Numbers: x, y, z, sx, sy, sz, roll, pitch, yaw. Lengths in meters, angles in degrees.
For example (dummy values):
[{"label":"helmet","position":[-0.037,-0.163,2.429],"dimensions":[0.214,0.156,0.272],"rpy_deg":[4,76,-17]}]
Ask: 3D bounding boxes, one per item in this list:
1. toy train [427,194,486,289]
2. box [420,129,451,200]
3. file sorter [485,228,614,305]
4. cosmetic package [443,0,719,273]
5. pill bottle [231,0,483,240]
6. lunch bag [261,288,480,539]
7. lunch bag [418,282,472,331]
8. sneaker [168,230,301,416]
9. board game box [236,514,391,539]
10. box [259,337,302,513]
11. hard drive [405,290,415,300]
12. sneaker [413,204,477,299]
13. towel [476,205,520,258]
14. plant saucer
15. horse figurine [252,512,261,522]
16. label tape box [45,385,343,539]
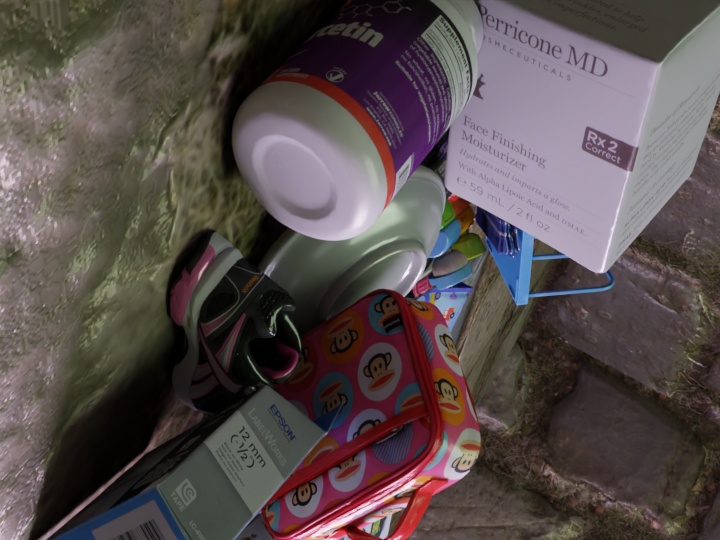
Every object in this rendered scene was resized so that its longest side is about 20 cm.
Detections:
[{"label":"toy train","position":[0.106,-0.064,1.075],"dimensions":[0.200,0.084,0.117],"rpy_deg":[-38,109,-59]},{"label":"box","position":[0.058,-0.118,0.852],"dimensions":[0.201,0.043,0.160],"rpy_deg":[-52,155,3]},{"label":"file sorter","position":[0.216,-0.088,1.071],"dimensions":[0.139,0.121,0.203],"rpy_deg":[-104,-168,-59]},{"label":"cosmetic package","position":[0.182,-0.146,0.777],"dimensions":[0.165,0.164,0.202],"rpy_deg":[-41,148,-33]},{"label":"pill bottle","position":[0.008,-0.120,0.666],"dimensions":[0.201,0.111,0.113],"rpy_deg":[-53,163,-37]},{"label":"lunch bag","position":[-0.002,0.132,0.781],"dimensions":[0.199,0.178,0.081],"rpy_deg":[-36,145,30]},{"label":"lunch bag","position":[0.029,0.071,1.188],"dimensions":[0.199,0.094,0.152],"rpy_deg":[-9,128,-57]},{"label":"sneaker","position":[-0.086,0.063,0.718],"dimensions":[0.081,0.086,0.201],"rpy_deg":[-53,164,-26]},{"label":"board game box","position":[-0.051,0.266,0.886],"dimensions":[0.199,0.064,0.149],"rpy_deg":[-33,142,-43]},{"label":"box","position":[-0.096,0.182,0.977],"dimensions":[0.201,0.049,0.162],"rpy_deg":[-54,162,-30]},{"label":"hard drive","position":[0.006,0.078,1.016],"dimensions":[0.140,0.037,0.203],"rpy_deg":[-104,-156,-59]},{"label":"sneaker","position":[0.079,-0.051,1.142],"dimensions":[0.080,0.075,0.201],"rpy_deg":[-32,-163,31]},{"label":"towel","position":[0.147,-0.128,1.050],"dimensions":[0.145,0.023,0.203],"rpy_deg":[-107,-165,-72]},{"label":"plant saucer","position":[0.000,0.000,0.822],"dimensions":[0.198,0.050,0.201],"rpy_deg":[-30,156,-15]},{"label":"horse figurine","position":[-0.084,0.233,0.921],"dimensions":[0.200,0.049,0.134],"rpy_deg":[-37,148,-50]},{"label":"label tape box","position":[-0.114,0.146,0.691],"dimensions":[0.142,0.067,0.200],"rpy_deg":[-32,-173,33]}]
